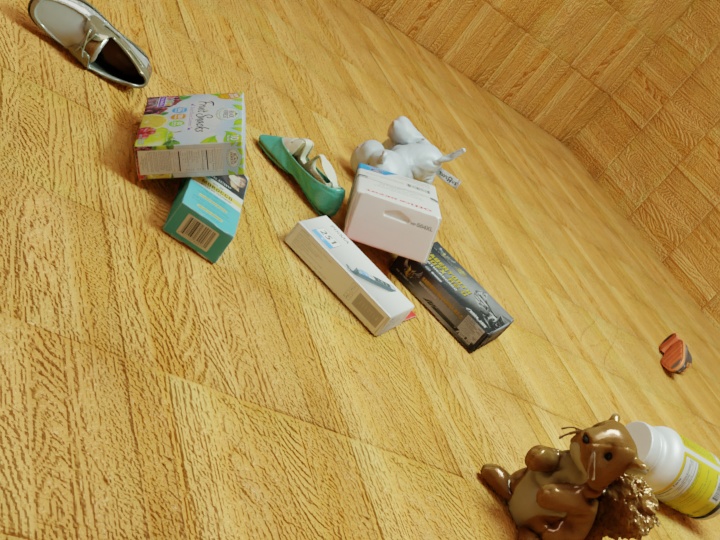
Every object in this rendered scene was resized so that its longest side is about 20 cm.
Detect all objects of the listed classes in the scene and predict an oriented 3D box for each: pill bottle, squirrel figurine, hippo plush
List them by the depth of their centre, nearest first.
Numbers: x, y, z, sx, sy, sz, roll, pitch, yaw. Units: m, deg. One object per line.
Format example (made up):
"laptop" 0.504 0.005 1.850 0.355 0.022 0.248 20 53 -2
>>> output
"squirrel figurine" 0.290 0.272 1.280 0.199 0.187 0.142 28 24 -30
"pill bottle" 0.513 0.327 1.660 0.199 0.113 0.113 31 23 -25
"hippo plush" 0.068 -0.184 1.923 0.160 0.161 0.199 -25 47 -35

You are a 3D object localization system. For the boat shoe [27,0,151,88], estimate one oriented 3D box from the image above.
"boat shoe" -0.390 -0.336 1.468 0.199 0.075 0.069 28 18 -32

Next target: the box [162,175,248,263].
"box" -0.202 -0.091 1.341 0.082 0.049 0.201 34 22 -17

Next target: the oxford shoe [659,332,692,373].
"oxford shoe" 0.762 0.208 2.385 0.073 0.071 0.200 46 21 0

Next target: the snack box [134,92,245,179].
"snack box" -0.228 -0.187 1.374 0.140 0.054 0.201 -3 29 -5

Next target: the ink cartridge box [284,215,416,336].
"ink cartridge box" 0.000 0.000 1.519 0.200 0.045 0.176 46 23 12

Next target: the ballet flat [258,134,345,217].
"ballet flat" -0.090 -0.177 1.674 0.200 0.071 0.067 49 23 21

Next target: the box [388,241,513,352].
"box" 0.157 0.041 1.701 0.200 0.048 0.158 47 22 14

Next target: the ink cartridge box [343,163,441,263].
"ink cartridge box" 0.051 -0.099 1.669 0.144 0.085 0.200 18 19 -4
